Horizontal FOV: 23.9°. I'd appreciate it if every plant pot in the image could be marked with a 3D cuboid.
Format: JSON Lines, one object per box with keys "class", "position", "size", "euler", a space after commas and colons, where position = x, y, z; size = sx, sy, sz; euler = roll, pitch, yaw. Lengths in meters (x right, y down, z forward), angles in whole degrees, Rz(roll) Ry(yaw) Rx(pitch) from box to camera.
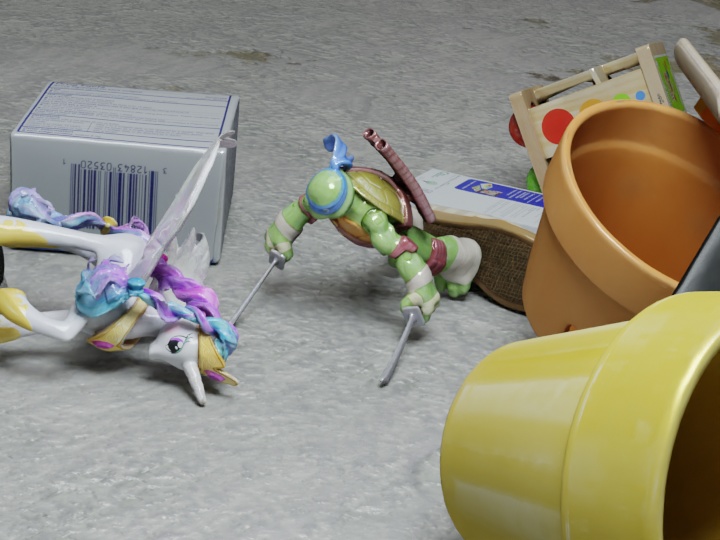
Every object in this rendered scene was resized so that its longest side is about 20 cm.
{"class": "plant pot", "position": [0.208, -0.007, 1.247], "size": [0.199, 0.140, 0.201], "euler": [15, 44, -15]}
{"class": "plant pot", "position": [0.152, 0.110, 0.924], "size": [0.200, 0.203, 0.188], "euler": [-11, 9, -39]}

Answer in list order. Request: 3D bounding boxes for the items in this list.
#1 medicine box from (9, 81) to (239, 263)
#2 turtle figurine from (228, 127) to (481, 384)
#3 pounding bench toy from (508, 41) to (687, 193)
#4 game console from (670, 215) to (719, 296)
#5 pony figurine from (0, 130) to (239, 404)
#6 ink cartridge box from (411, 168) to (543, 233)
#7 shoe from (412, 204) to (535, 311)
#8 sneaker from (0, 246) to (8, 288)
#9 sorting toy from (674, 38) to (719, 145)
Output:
{"class": "medicine box", "position": [-0.204, -0.092, 1.508], "size": [0.180, 0.104, 0.200], "euler": [5, 19, -2]}
{"class": "turtle figurine", "position": [0.000, 0.000, 1.346], "size": [0.143, 0.202, 0.193], "euler": [-9, -11, 31]}
{"class": "pounding bench toy", "position": [0.240, -0.096, 1.619], "size": [0.155, 0.201, 0.124], "euler": [-19, 3, 18]}
{"class": "game console", "position": [0.302, 0.039, 1.139], "size": [0.199, 0.117, 0.176], "euler": [35, 14, 0]}
{"class": "pony figurine", "position": [-0.168, 0.001, 1.225], "size": [0.198, 0.167, 0.194], "euler": [11, 51, 2]}
{"class": "ink cartridge box", "position": [0.130, -0.046, 1.527], "size": [0.199, 0.040, 0.099], "euler": [13, 21, 26]}
{"class": "shoe", "position": [0.110, -0.018, 1.429], "size": [0.199, 0.071, 0.053], "euler": [22, 28, 39]}
{"class": "sneaker", "position": [-0.313, 0.011, 1.215], "size": [0.074, 0.085, 0.200], "euler": [7, 19, 9]}
{"class": "sorting toy", "position": [0.307, -0.077, 1.219], "size": [0.199, 0.037, 0.185], "euler": [37, 16, -12]}
